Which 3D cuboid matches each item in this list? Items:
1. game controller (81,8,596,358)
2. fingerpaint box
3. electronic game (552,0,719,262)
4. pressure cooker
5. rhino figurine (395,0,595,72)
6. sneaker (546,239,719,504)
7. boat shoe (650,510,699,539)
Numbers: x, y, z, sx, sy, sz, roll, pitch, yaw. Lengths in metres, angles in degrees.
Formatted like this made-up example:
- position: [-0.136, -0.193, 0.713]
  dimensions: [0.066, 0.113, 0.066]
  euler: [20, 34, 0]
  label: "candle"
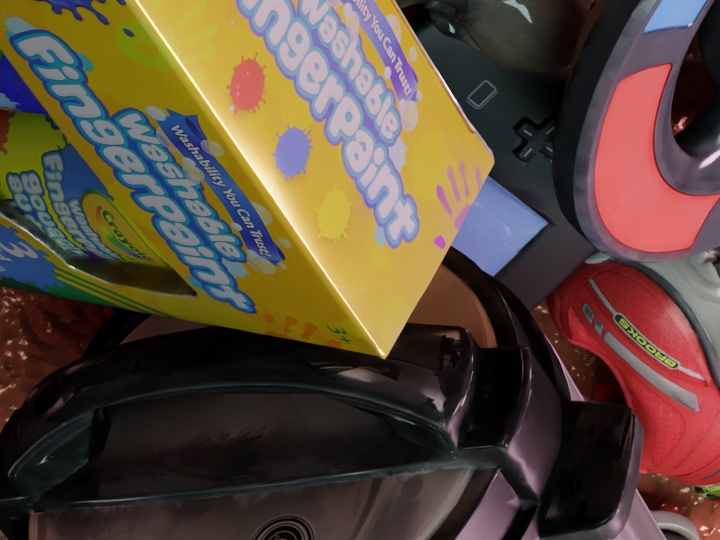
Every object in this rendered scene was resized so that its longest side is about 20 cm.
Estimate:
- position: [0.000, 0.000, 0.839]
  dimensions: [0.104, 0.042, 0.200]
  euler: [32, 113, -36]
  label: "game controller"
- position: [-0.084, -0.073, 0.666]
  dimensions: [0.074, 0.166, 0.200]
  euler: [-59, 138, -26]
  label: "fingerpaint box"
- position: [0.134, -0.082, 0.767]
  dimensions: [0.199, 0.042, 0.201]
  euler: [-34, 151, -21]
  label: "electronic game"
- position: [-0.007, 0.086, 0.768]
  dimensions: [0.175, 0.179, 0.200]
  euler: [-37, 131, -6]
  label: "pressure cooker"
- position: [0.075, -0.141, 0.733]
  dimensions: [0.087, 0.060, 0.201]
  euler: [25, 111, -27]
  label: "rhino figurine"
- position: [0.125, 0.051, 0.916]
  dimensions: [0.084, 0.077, 0.200]
  euler: [-17, 130, 22]
  label: "sneaker"
- position: [0.074, 0.176, 0.996]
  dimensions: [0.072, 0.062, 0.201]
  euler: [18, 121, -29]
  label: "boat shoe"
